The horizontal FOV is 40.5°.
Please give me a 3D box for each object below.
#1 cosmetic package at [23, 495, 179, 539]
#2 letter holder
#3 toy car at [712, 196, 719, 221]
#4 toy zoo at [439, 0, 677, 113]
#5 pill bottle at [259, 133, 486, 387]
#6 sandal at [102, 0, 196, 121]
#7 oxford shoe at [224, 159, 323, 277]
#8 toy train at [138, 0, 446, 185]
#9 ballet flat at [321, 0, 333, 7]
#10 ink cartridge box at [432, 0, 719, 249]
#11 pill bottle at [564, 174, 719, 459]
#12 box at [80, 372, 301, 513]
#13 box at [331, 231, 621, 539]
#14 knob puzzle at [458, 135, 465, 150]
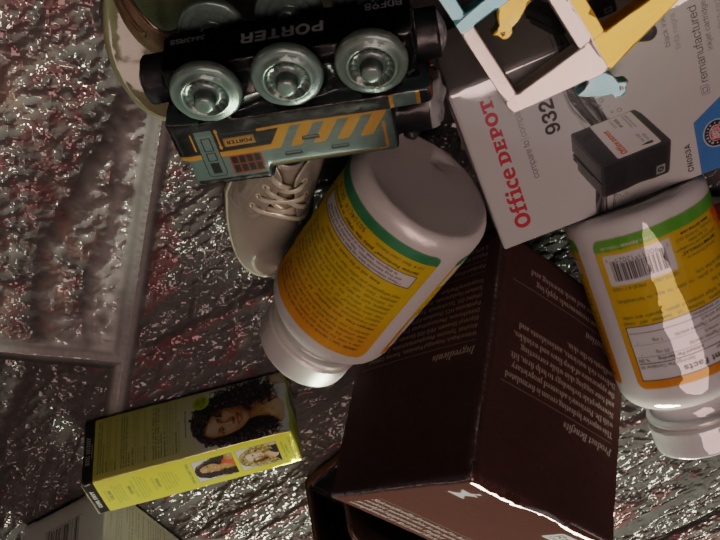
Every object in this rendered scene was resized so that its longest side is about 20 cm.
[{"bbox_3d":[-0.245,0.324,1.018,0.111,0.082,0.201,-27,130,12],"label":"cosmetic package"},{"bbox_3d":[0.051,0.283,1.002,0.100,0.143,0.199,-39,125,21],"label":"letter holder"},{"bbox_3d":[0.334,0.054,0.835,0.182,0.202,0.178,-25,130,9],"label":"toy car"},{"bbox_3d":[0.108,-0.189,0.588,0.130,0.021,0.201,-34,110,13],"label":"toy zoo"},{"bbox_3d":[0.000,0.000,0.752,0.111,0.114,0.201,17,133,-23],"label":"pill bottle"},{"bbox_3d":[-0.134,-0.185,0.639,0.078,0.058,0.204,-3,129,-9],"label":"sandal"},{"bbox_3d":[-0.063,-0.069,0.750,0.074,0.058,0.202,2,131,-18],"label":"oxford shoe"},{"bbox_3d":[-0.039,-0.119,0.630,0.196,0.086,0.115,-8,142,7],"label":"toy train"},{"bbox_3d":[0.006,-0.176,0.661,0.063,0.076,0.202,17,139,31],"label":"ballet flat"},{"bbox_3d":[0.165,-0.124,0.692,0.197,0.084,0.146,-21,129,9],"label":"ink cartridge box"},{"bbox_3d":[0.238,0.035,0.752,0.109,0.111,0.203,-20,101,6],"label":"pill bottle"},{"bbox_3d":[-0.157,0.159,0.906,0.196,0.076,0.051,-16,133,0],"label":"box"},{"bbox_3d":[0.101,0.107,0.799,0.165,0.203,0.163,31,148,-31],"label":"box"},{"bbox_3d":[0.181,-0.165,0.737,0.215,0.031,0.223,-6,129,-7],"label":"knob puzzle"}]
